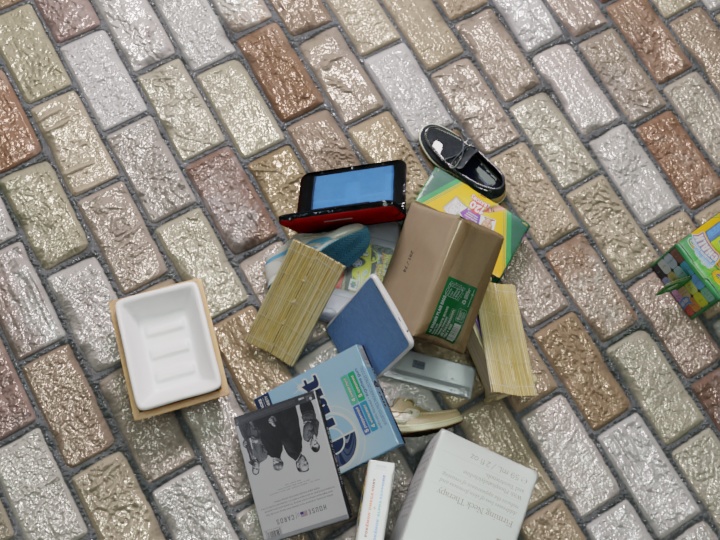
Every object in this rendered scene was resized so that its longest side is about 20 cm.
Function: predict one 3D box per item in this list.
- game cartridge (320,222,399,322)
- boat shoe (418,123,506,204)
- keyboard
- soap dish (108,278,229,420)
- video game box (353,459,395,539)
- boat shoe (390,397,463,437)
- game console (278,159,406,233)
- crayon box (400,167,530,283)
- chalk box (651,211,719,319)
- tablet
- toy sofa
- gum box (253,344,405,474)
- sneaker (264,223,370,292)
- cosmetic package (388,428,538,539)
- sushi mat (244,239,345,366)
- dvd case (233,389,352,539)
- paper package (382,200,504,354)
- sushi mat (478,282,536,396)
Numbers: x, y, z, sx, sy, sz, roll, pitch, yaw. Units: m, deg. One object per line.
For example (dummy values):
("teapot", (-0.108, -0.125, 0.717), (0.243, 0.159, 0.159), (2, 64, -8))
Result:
("game cartridge", (0.000, 0.000, 1.610), (0.131, 0.041, 0.204), (14, 71, -5))
("boat shoe", (0.188, -0.201, 1.682), (0.200, 0.062, 0.075), (44, 75, 10))
("keyboard", (0.097, 0.168, 1.578), (0.196, 0.011, 0.057), (14, 65, -1))
("soap dish", (-0.311, 0.130, 1.510), (0.154, 0.081, 0.203), (-14, 74, -10))
("video game box", (0.014, 0.392, 1.394), (0.046, 0.201, 0.186), (7, 70, 1))
("boat shoe", (0.069, 0.238, 1.520), (0.196, 0.072, 0.066), (-7, 73, -2))
("game console", (-0.027, -0.135, 1.566), (0.196, 0.172, 0.121), (-7, 83, 13))
("crayon box", (0.184, -0.076, 1.640), (0.198, 0.058, 0.120), (32, 72, 5))
("chalk box", (0.606, -0.007, 1.626), (0.198, 0.125, 0.125), (-33, 77, -14))
("tablet", (0.013, 0.104, 1.494), (0.013, 0.200, 0.132), (-20, 72, -33))
("toy sofa", (0.219, 0.112, 1.558), (0.081, 0.098, 0.203), (-18, 74, -18))
("gum box", (-0.051, 0.240, 1.479), (0.198, 0.044, 0.172), (-28, 75, 13))
("sneaker", (-0.077, -0.033, 1.564), (0.197, 0.077, 0.082), (-27, 50, 9))
("cosmetic package", (0.151, 0.380, 1.428), (0.165, 0.167, 0.203), (23, 72, 2))
("sushi mat", (-0.109, 0.054, 1.523), (0.095, 0.012, 0.202), (29, 107, 2))
("dvd case", (-0.108, 0.307, 1.452), (0.148, 0.025, 0.204), (-19, 79, 14))
("paper package", (0.123, 0.007, 1.497), (0.102, 0.190, 0.203), (20, 93, -23))
("sushi mat", (0.234, 0.110, 1.517), (0.094, 0.012, 0.204), (12, 59, -33))
